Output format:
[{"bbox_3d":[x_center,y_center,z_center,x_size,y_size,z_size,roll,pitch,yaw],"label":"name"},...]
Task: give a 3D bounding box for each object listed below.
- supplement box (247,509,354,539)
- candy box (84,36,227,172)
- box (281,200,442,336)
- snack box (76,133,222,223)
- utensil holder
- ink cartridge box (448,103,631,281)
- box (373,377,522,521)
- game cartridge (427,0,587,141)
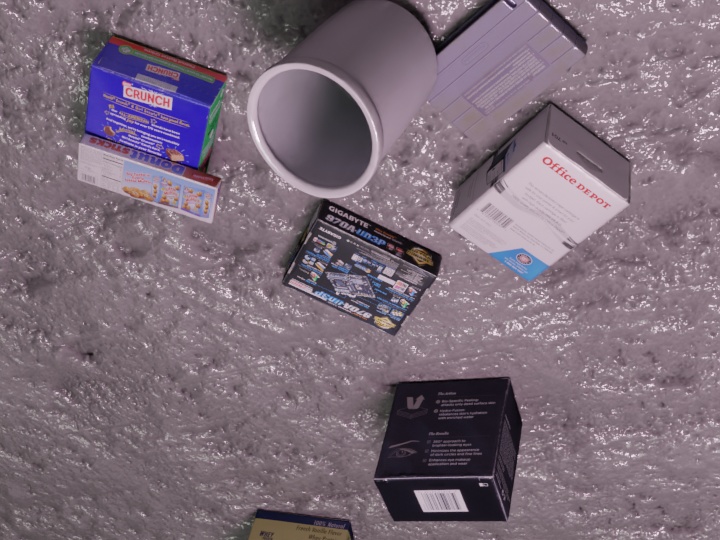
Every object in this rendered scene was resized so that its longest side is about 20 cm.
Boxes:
[{"bbox_3d":[-0.125,0.595,2.222,0.197,0.201,0.135,4,135,13],"label":"supplement box"},{"bbox_3d":[-0.285,-0.199,1.569,0.167,0.078,0.201,20,138,-2],"label":"candy box"},{"bbox_3d":[0.000,0.000,1.700,0.198,0.046,0.160,25,136,-8],"label":"box"},{"bbox_3d":[-0.290,-0.125,1.572,0.197,0.025,0.072,18,137,-1],"label":"snack box"},{"bbox_3d":[-0.015,-0.210,1.361,0.168,0.200,0.172,15,129,19],"label":"utensil holder"},{"bbox_3d":[0.234,-0.097,1.501,0.145,0.087,0.200,33,133,-16],"label":"ink cartridge box"},{"bbox_3d":[0.145,0.286,1.828,0.194,0.202,0.118,-5,132,22],"label":"box"},{"bbox_3d":[0.166,-0.253,1.407,0.129,0.039,0.199,34,134,-23],"label":"game cartridge"}]
